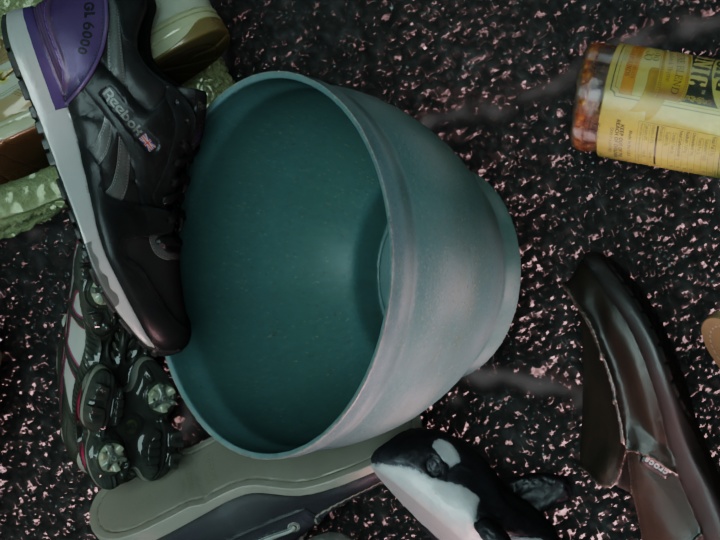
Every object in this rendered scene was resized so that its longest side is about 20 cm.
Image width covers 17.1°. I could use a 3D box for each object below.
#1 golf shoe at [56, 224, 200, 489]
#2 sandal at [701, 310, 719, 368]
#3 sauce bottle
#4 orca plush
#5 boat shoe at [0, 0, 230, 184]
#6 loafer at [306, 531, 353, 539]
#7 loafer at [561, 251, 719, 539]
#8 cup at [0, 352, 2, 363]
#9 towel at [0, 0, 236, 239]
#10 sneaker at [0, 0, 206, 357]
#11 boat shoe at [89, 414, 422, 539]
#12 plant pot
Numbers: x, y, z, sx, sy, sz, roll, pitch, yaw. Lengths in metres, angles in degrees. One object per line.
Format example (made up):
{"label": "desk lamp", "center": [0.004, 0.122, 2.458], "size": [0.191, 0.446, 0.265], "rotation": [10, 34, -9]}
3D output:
{"label": "golf shoe", "center": [-0.143, 0.021, 1.356], "size": [0.088, 0.077, 0.201], "rotation": [14, 98, 57]}
{"label": "sandal", "center": [0.283, 0.070, 1.286], "size": [0.211, 0.078, 0.070], "rotation": [38, 69, 2]}
{"label": "sauce bottle", "center": [0.214, -0.078, 1.286], "size": [0.199, 0.066, 0.066], "rotation": [10, 95, 10]}
{"label": "orca plush", "center": [0.100, 0.145, 1.315], "size": [0.200, 0.105, 0.071], "rotation": [39, 78, 7]}
{"label": "boat shoe", "center": [-0.169, -0.108, 1.337], "size": [0.199, 0.074, 0.067], "rotation": [-27, 76, 8]}
{"label": "loafer", "center": [-0.069, 0.224, 1.299], "size": [0.070, 0.070, 0.200], "rotation": [41, 91, 3]}
{"label": "loafer", "center": [0.148, 0.089, 1.302], "size": [0.071, 0.073, 0.201], "rotation": [-22, 88, 11]}
{"label": "cup", "center": [-0.288, 0.065, 1.360], "size": [0.200, 0.200, 0.143], "rotation": [42, 75, 8]}
{"label": "towel", "center": [-0.174, -0.109, 1.388], "size": [0.199, 0.036, 0.149], "rotation": [-22, 87, 14]}
{"label": "sneaker", "center": [-0.114, -0.056, 1.261], "size": [0.087, 0.076, 0.201], "rotation": [-21, 94, 3]}
{"label": "boat shoe", "center": [-0.053, 0.126, 1.370], "size": [0.199, 0.073, 0.063], "rotation": [-19, 131, 8]}
{"label": "plant pot", "center": [0.000, 0.000, 1.283], "size": [0.200, 0.134, 0.202], "rotation": [-4, 84, 49]}
